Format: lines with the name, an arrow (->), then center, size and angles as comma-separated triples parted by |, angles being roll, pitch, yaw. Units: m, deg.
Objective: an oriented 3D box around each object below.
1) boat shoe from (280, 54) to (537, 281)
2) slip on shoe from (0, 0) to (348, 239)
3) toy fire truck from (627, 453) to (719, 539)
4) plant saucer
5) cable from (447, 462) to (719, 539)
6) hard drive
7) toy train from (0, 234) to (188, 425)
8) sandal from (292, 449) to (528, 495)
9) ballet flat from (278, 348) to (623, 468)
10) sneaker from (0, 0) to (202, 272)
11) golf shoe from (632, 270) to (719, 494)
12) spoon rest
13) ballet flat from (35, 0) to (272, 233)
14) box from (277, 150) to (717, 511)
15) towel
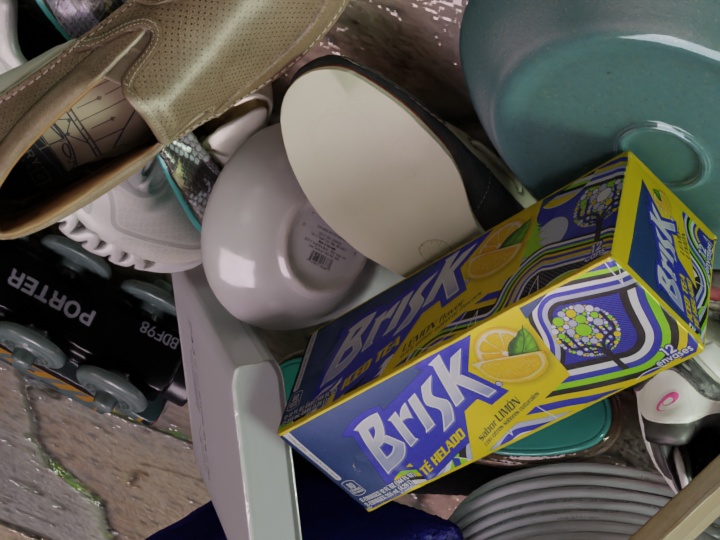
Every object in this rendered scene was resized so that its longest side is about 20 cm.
boat shoe -> 0.039, -0.032, 0.844 | 0.071, 0.063, 0.200 | -29, 122, 33
slip on shoe -> -0.086, -0.081, 0.770 | 0.199, 0.061, 0.076 | -27, 131, 9
toy fire truck -> 0.229, 0.102, 0.823 | 0.198, 0.130, 0.177 | 1, 144, 22
plant saucer -> 0.129, -0.059, 0.766 | 0.198, 0.036, 0.201 | 18, 148, 12
cable -> 0.128, 0.190, 0.989 | 0.199, 0.070, 0.200 | 27, 133, -14
hard drive -> -0.066, 0.078, 0.947 | 0.026, 0.200, 0.133 | -9, 108, -12
toy train -> -0.185, 0.026, 1.081 | 0.199, 0.086, 0.114 | 28, 161, -8
sandal -> 0.028, 0.101, 1.073 | 0.198, 0.045, 0.075 | 3, 156, 21
ballet flat -> 0.048, 0.073, 0.999 | 0.198, 0.069, 0.067 | 6, 165, 17
sneaker -> -0.132, -0.073, 0.900 | 0.081, 0.076, 0.200 | -20, 128, 39
golf shoe -> 0.170, 0.082, 0.888 | 0.072, 0.093, 0.200 | 4, 152, 30
spoon rest -> 0.000, 0.000, 0.903 | 0.199, 0.100, 0.060 | 31, 172, -36
ballet flat -> -0.079, -0.086, 0.849 | 0.071, 0.072, 0.201 | 3, 144, 31
box -> 0.056, 0.031, 0.804 | 0.064, 0.070, 0.199 | 41, 130, -22
towel -> -0.048, 0.159, 0.995 | 0.199, 0.147, 0.050 | 6, 126, 61
